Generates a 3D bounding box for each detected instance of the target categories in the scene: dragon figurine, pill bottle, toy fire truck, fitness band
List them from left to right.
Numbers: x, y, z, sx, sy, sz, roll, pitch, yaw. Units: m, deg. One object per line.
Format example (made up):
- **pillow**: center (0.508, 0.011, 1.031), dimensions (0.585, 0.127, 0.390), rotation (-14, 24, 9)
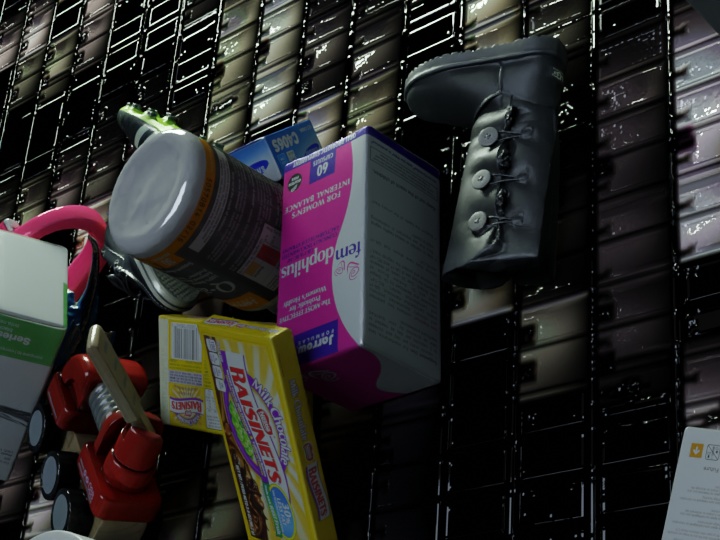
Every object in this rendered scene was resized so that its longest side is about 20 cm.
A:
- **fitness band**: center (-0.354, 0.005, 1.500), dimensions (0.200, 0.143, 0.038), rotation (-46, 61, 18)
- **dragon figurine**: center (-0.295, 0.069, 1.459), dimensions (0.201, 0.058, 0.100), rotation (-57, 39, 20)
- **toy fire truck**: center (-0.232, 0.127, 1.279), dimensions (0.201, 0.128, 0.177), rotation (-61, 36, 25)
- **pill bottle**: center (-0.111, -0.033, 1.224), dimensions (0.116, 0.199, 0.118), rotation (-24, 52, 35)

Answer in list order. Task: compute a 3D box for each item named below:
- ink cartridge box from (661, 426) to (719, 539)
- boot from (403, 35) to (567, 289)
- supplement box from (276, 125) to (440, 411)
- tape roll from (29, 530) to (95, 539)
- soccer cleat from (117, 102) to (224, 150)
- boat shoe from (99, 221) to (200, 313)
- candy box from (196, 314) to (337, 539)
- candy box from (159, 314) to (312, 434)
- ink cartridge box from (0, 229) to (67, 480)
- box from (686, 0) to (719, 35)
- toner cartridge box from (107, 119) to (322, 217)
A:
- **ink cartridge box**: center (0.228, 0.200, 0.867), dimensions (0.094, 0.037, 0.202), rotation (0, 67, 45)
- **boot**: center (0.093, -0.079, 1.148), dimensions (0.164, 0.065, 0.202), rotation (-13, 64, 43)
- **supplement box**: center (0.000, 0.000, 1.167), dimensions (0.101, 0.103, 0.202), rotation (-22, 56, 36)
- **tape roll**: center (-0.226, 0.336, 1.187), dimensions (0.201, 0.139, 0.205), rotation (-23, 53, 35)
- **soccer cleat**: center (-0.212, -0.122, 1.487), dimensions (0.200, 0.067, 0.082), rotation (33, 106, 49)
- **boat shoe**: center (-0.216, 0.001, 1.416), dimensions (0.063, 0.074, 0.200), rotation (-60, 35, 9)
- **candy box**: center (-0.074, 0.138, 1.133), dimensions (0.102, 0.026, 0.202), rotation (5, 113, 46)
- **candy box**: center (-0.115, 0.096, 1.254), dimensions (0.199, 0.026, 0.104), rotation (3, 97, 47)
- **ink cartridge box**: center (-0.361, 0.086, 1.401), dimensions (0.201, 0.083, 0.146), rotation (-63, 24, 26)
- **box**: center (0.327, -0.226, 0.874), dimensions (0.199, 0.198, 0.173), rotation (-12, 60, 40)
- **toner cartridge box**: center (-0.138, -0.081, 1.343), dimensions (0.199, 0.095, 0.044), rotation (-22, 96, 30)
